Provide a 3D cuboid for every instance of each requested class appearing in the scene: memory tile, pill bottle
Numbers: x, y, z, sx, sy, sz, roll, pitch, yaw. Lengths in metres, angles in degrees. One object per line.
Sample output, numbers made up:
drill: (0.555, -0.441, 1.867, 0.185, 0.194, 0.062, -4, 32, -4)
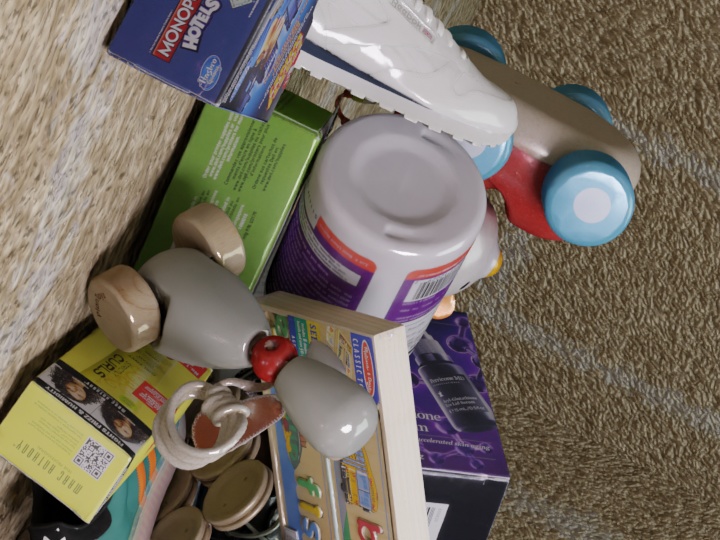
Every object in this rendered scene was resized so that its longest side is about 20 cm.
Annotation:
memory tile: (-0.144, 0.163, 1.307, 0.200, 0.017, 0.153, -39, -150, 6)
pill bottle: (0.000, 0.000, 1.307, 0.112, 0.111, 0.200, -61, 179, -38)

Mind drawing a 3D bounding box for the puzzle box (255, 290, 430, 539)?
puzzle box: (-0.010, 0.120, 1.250, 0.025, 0.133, 0.201, -17, 108, -34)

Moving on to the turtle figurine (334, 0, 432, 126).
turtle figurine: (0.021, -0.189, 1.422, 0.162, 0.064, 0.201, 106, -16, -52)

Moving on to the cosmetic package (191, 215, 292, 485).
cosmetic package: (-0.083, 0.065, 1.510, 0.102, 0.074, 0.201, 127, -34, -64)

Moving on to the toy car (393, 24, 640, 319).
toy car: (0.078, -0.040, 1.413, 0.200, 0.176, 0.184, -59, -170, 20)

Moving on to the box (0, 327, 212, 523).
box: (-0.148, 0.080, 1.192, 0.050, 0.075, 0.200, -53, 179, 13)

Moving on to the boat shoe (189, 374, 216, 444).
boat shoe: (-0.156, 0.107, 1.448, 0.072, 0.068, 0.200, -20, 156, -30)

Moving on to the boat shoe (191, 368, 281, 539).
boat shoe: (-0.079, 0.165, 1.387, 0.068, 0.071, 0.201, 159, -62, -78)

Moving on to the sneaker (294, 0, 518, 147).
sneaker: (0.021, -0.138, 1.226, 0.081, 0.199, 0.076, -65, -153, 4)

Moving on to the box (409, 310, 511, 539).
box: (0.016, 0.121, 1.532, 0.200, 0.147, 0.105, -103, -156, -51)

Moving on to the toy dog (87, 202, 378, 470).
toy dog: (-0.074, 0.055, 1.172, 0.097, 0.131, 0.200, 89, -21, -47)

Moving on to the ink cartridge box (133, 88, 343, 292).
ink cartridge box: (-0.079, -0.053, 1.335, 0.200, 0.076, 0.148, -74, -171, -77)

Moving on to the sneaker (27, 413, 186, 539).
sneaker: (-0.163, 0.113, 1.284, 0.201, 0.071, 0.080, -83, 156, -44)

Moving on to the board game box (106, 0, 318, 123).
board game box: (-0.051, -0.157, 1.034, 0.201, 0.061, 0.200, -63, 178, -11)
